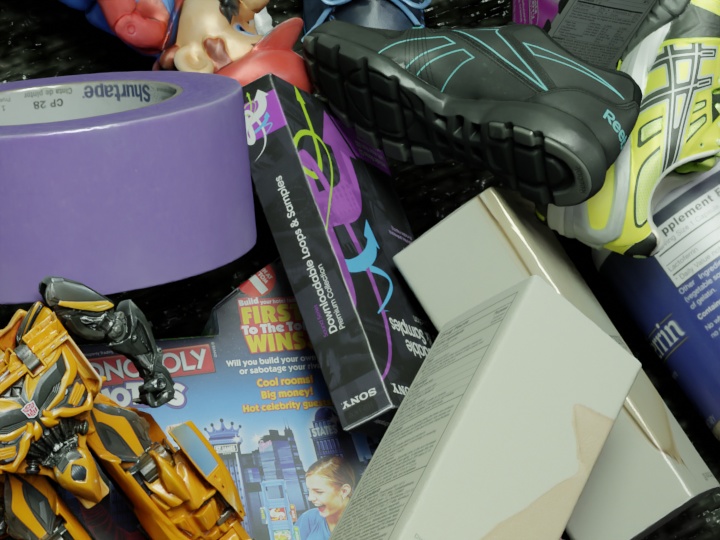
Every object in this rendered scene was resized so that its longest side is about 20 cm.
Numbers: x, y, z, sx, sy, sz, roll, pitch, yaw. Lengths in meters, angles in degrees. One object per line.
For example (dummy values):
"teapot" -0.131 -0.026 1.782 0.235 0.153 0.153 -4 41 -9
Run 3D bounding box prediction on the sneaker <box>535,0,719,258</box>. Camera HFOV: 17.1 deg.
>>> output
"sneaker" 0.176 -0.095 1.319 0.076 0.075 0.201 32 88 12

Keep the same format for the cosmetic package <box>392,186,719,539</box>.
"cosmetic package" 0.109 0.057 1.318 0.073 0.103 0.201 -36 80 13

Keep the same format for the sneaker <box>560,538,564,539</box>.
"sneaker" 0.128 0.214 1.253 0.200 0.082 0.070 45 54 -17

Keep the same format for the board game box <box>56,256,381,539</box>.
"board game box" -0.072 0.091 1.287 0.199 0.062 0.201 -3 67 -17

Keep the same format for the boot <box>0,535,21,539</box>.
"boot" -0.268 0.144 1.206 0.200 0.066 0.165 -45 55 -12

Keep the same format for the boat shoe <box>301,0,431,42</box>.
"boat shoe" -0.003 -0.180 1.425 0.084 0.069 0.201 -9 70 -20

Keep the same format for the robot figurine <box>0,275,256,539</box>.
"robot figurine" -0.132 0.102 1.152 0.145 0.058 0.200 -40 116 -11

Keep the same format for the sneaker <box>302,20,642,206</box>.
"sneaker" 0.060 -0.097 1.293 0.199 0.076 0.079 24 59 27

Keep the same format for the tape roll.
"tape roll" -0.155 -0.047 1.240 0.199 0.200 0.086 -10 105 -20

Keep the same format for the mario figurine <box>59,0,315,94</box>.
"mario figurine" -0.106 -0.159 1.360 0.199 0.106 0.124 33 44 8

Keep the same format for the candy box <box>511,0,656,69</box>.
"candy box" 0.144 -0.208 1.406 0.061 0.200 0.137 8 64 -12

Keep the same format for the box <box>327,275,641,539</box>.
"box" 0.052 0.109 1.172 0.078 0.095 0.200 39 58 -13

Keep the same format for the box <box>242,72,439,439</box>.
"box" 0.000 0.000 1.313 0.036 0.143 0.201 -25 72 18

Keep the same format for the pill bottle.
"pill bottle" 0.205 -0.002 1.379 0.115 0.116 0.200 -28 76 -25
